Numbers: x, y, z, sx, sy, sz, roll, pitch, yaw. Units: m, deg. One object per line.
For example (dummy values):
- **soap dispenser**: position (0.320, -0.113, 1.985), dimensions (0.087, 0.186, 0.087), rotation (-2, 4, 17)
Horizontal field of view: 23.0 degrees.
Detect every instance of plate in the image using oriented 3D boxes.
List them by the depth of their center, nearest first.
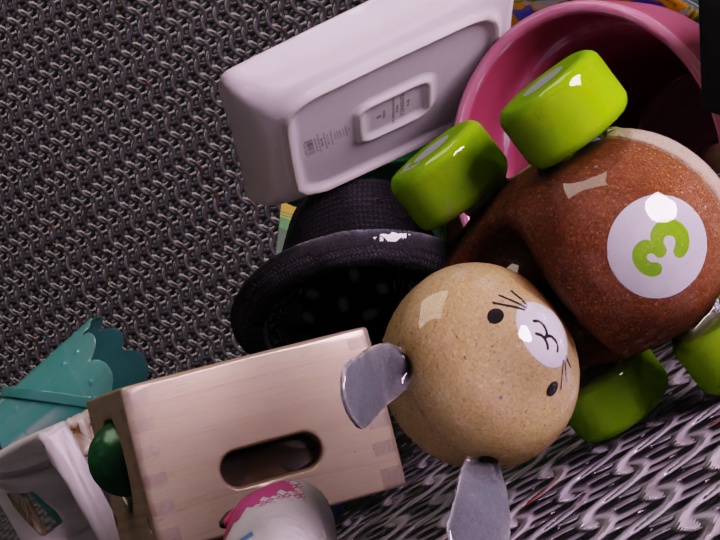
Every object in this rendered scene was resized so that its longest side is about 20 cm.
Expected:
- **plate**: position (0.015, -0.111, 1.107), dimensions (0.200, 0.032, 0.200), rotation (-26, -18, -7)

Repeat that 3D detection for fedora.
- **fedora**: position (0.000, 0.000, 1.221), dimensions (0.200, 0.092, 0.201), rotation (-2, -30, -1)

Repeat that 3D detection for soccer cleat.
- **soccer cleat**: position (-0.036, 0.149, 0.794), dimensions (0.086, 0.070, 0.200), rotation (-13, 12, 24)

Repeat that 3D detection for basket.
- **basket**: position (-0.222, 0.183, 1.522), dimensions (0.123, 0.136, 0.200), rotation (-30, 2, -30)

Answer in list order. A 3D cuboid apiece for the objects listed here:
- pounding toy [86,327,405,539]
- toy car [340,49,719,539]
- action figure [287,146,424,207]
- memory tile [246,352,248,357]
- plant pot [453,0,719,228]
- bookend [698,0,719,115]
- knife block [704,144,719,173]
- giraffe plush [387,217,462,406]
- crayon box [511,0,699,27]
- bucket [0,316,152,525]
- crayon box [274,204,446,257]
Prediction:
- **pounding toy**: position (-0.096, 0.134, 1.122), dimensions (0.200, 0.142, 0.184), rotation (-14, -3, -17)
- **toy car**: position (0.070, 0.032, 0.782), dimensions (0.158, 0.164, 0.200), rotation (-29, 13, 46)
- **action figure**: position (0.029, -0.082, 1.279), dimensions (0.200, 0.118, 0.055), rotation (-16, -45, -29)
- **memory tile**: position (-0.083, 0.096, 1.412), dimensions (0.017, 0.200, 0.153), rotation (14, 5, 2)
- **plant pot**: position (0.185, -0.068, 1.110), dimensions (0.200, 0.200, 0.179), rotation (-30, -13, 37)
- **bookend**: position (0.239, -0.102, 0.894), dimensions (0.199, 0.092, 0.200), rotation (-32, 38, -34)
- **knife block**: position (0.234, -0.097, 1.252), dimensions (0.176, 0.200, 0.064), rotation (-47, -5, 28)
- **giraffe plush**: position (0.025, 0.035, 1.402), dimensions (0.173, 0.200, 0.162), rotation (119, 175, -49)
- **crayon box**: position (0.130, -0.173, 1.172), dimensions (0.126, 0.052, 0.200), rotation (21, -23, -37)
- **bucket**: position (-0.258, 0.161, 1.741), dimensions (0.135, 0.207, 0.207), rotation (-36, 2, 2)
- **crayon box**: position (0.005, -0.069, 1.372), dimensions (0.119, 0.058, 0.200), rotation (-8, 52, 16)
